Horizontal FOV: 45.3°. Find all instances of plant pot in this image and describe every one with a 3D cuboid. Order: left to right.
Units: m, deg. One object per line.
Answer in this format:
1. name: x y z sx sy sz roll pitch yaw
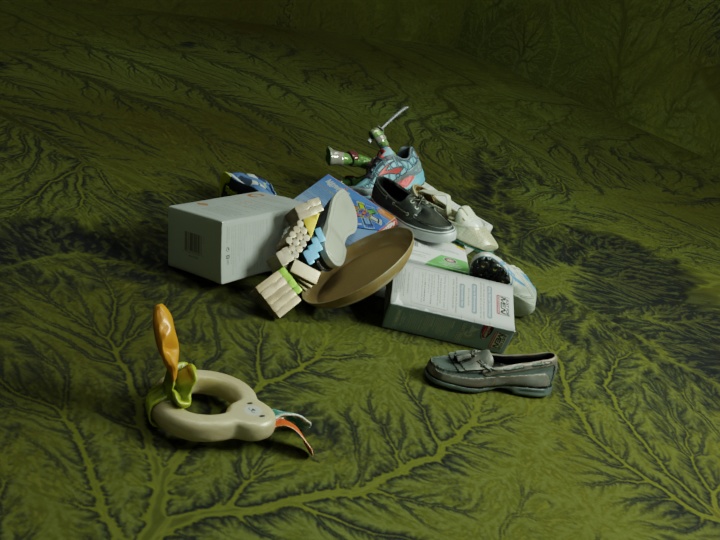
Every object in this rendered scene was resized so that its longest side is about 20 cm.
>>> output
1. plant pot: 0.000 0.000 1.339 0.199 0.028 0.200 -27 20 11

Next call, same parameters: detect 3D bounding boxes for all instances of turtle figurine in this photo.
1. turtle figurine: 0.018 -0.225 1.827 0.192 0.144 0.202 -3 61 -13

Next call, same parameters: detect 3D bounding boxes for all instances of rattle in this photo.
1. rattle: -0.139 0.124 0.984 0.198 0.144 0.130 12 5 9

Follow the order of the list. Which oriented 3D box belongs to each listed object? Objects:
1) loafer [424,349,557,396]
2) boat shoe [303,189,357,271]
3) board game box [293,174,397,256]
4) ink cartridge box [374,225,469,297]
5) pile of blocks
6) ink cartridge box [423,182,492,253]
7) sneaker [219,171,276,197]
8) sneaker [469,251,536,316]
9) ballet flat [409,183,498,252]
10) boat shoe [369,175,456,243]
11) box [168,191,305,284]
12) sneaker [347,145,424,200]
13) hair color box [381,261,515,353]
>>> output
1. loafer: 0.189 0.135 1.239 0.198 0.063 0.072 8 24 -17
2. boat shoe: -0.051 -0.063 1.421 0.060 0.074 0.201 -23 32 25
3. board game box: -0.036 -0.099 1.517 0.103 0.020 0.200 -38 46 -17
4. ink cartridge box: 0.104 -0.017 1.494 0.143 0.085 0.200 14 24 -3
5. pile of blocks: -0.103 -0.015 1.318 0.082 0.201 0.062 30 -24 -16
6. ink cartridge box: 0.151 -0.096 1.709 0.176 0.045 0.200 35 29 16
7. sneaker: -0.185 -0.130 1.588 0.082 0.075 0.200 -2 30 -38
8. sneaker: 0.234 0.013 1.433 0.200 0.071 0.073 37 41 -49
9. ballet flat: 0.158 -0.096 1.516 0.199 0.063 0.067 28 29 28
10. boat shoe: 0.087 -0.106 1.492 0.068 0.057 0.199 -21 37 -36
11. box: -0.189 -0.057 1.366 0.124 0.099 0.199 16 21 35
12. sneaker: 0.036 -0.187 1.646 0.079 0.097 0.199 5 22 46
13. hair color box: 0.138 0.056 1.351 0.198 0.061 0.100 13 45 -5
